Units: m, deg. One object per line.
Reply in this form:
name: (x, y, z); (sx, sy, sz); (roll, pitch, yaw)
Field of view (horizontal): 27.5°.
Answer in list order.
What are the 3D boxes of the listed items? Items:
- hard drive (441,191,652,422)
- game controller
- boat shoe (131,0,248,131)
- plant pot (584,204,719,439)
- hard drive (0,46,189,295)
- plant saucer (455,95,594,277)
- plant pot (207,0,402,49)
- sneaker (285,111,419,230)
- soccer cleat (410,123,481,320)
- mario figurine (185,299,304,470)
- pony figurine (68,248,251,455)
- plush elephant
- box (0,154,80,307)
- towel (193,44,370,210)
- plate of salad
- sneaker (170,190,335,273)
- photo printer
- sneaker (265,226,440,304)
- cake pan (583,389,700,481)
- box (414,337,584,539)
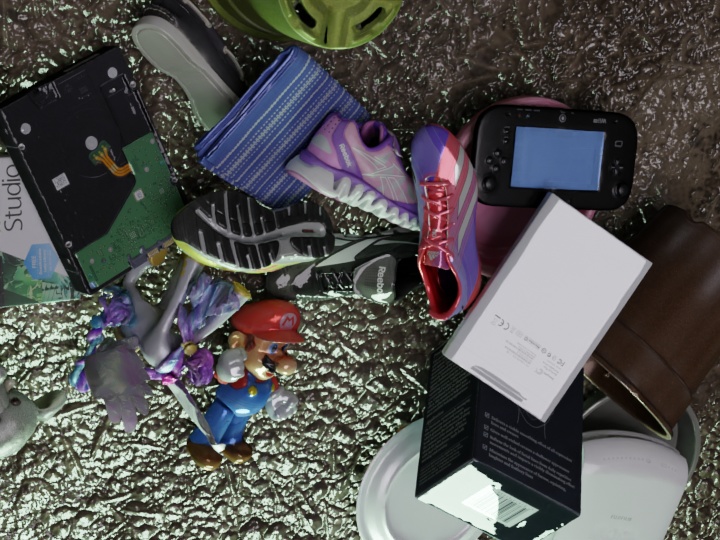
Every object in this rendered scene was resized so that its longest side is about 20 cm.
hard drive: (0.193, 0.038, 1.531); (0.131, 0.027, 0.201); (33, 93, -8)
game controller: (0.203, -0.118, 1.541); (0.198, 0.042, 0.105); (1, 108, -25)
boat shoe: (-0.145, -0.191, 1.437); (0.200, 0.073, 0.061); (47, 55, -36)
plant pot: (0.334, 0.049, 1.644); (0.198, 0.200, 0.200); (-47, 119, -3)
hard drive: (-0.254, -0.096, 1.419); (0.139, 0.038, 0.201); (-35, 115, -27)
plant saucer: (0.165, -0.092, 1.586); (0.199, 0.051, 0.202); (-8, 112, -21)
plant pot: (-0.043, -0.285, 1.357); (0.198, 0.190, 0.202); (-7, 116, -16)
sneaker: (0.017, -0.104, 1.501); (0.199, 0.080, 0.089); (21, 96, -48)
soccer cleat: (0.083, -0.047, 1.489); (0.066, 0.076, 0.201); (4, 119, 26)
mario figurine: (-0.110, 0.125, 1.557); (0.105, 0.124, 0.201); (22, 110, -5)
pony figurine: (-0.200, 0.076, 1.466); (0.200, 0.193, 0.166); (-52, 135, 6)
plush elephant: (-0.383, 0.124, 1.430); (0.154, 0.165, 0.201); (11, 133, 20)
box: (-0.364, -0.036, 1.394); (0.199, 0.036, 0.146); (-6, 99, -33)
towel: (-0.074, -0.135, 1.452); (0.145, 0.024, 0.200); (-48, 155, 4)
plate of salad: (0.080, 0.256, 1.721); (0.199, 0.048, 0.202); (-10, 113, -25)
sneaker: (-0.119, -0.028, 1.471); (0.199, 0.090, 0.079); (6, 73, -48)
photo printer: (0.292, 0.284, 1.751); (0.165, 0.069, 0.201); (12, 108, -24)
sneaker: (0.000, 0.000, 1.555); (0.198, 0.091, 0.067); (-11, 115, -15)
cake pan: (0.319, 0.223, 1.795); (0.199, 0.037, 0.202); (-8, 115, -16)
box: (0.155, 0.174, 1.605); (0.148, 0.201, 0.107); (29, 136, -21)
